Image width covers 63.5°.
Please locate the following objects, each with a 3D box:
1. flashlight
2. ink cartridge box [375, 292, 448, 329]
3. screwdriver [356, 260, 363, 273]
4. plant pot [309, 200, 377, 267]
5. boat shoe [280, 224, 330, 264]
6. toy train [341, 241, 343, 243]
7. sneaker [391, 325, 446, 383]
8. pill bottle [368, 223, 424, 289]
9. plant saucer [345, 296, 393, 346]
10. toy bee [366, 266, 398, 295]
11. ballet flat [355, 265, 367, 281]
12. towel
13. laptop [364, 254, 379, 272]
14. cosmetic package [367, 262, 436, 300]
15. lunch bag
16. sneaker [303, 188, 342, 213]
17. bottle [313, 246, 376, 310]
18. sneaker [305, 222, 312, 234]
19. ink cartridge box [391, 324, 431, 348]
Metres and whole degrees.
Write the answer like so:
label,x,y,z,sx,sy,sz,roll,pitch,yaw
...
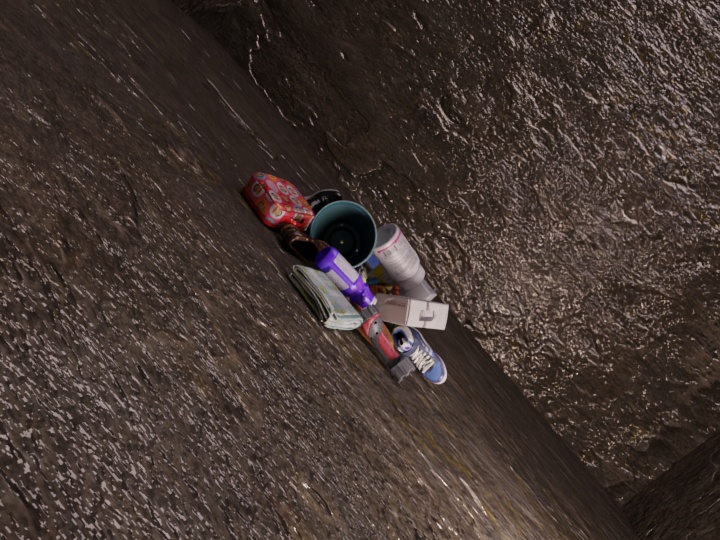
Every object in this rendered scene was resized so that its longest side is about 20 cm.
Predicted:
label,x,y,z,sx,sy,sz,roll,pitch,yaw
flashlight,0.066,0.183,1.492,0.201,0.068,0.068,52,-17,14
ink cartridge box,0.155,0.126,1.788,0.144,0.086,0.198,8,-4,45
screwdriver,0.000,0.000,1.774,0.028,0.029,0.200,61,5,-16
plant pot,-0.054,-0.096,1.791,0.200,0.200,0.188,48,-5,2
boat shoe,-0.135,-0.053,1.580,0.199,0.071,0.070,27,14,-43
toy train,-0.066,-0.066,1.999,0.199,0.056,0.150,39,-1,-27
sneaker,0.163,0.250,1.725,0.146,0.080,0.201,16,36,-57
pill bottle,0.119,-0.041,1.860,0.201,0.113,0.114,53,6,-31
plant saucer,0.028,0.149,1.626,0.200,0.032,0.201,46,11,-11
toy bee,0.065,0.068,1.878,0.201,0.107,0.133,-104,-165,-54
ballet flat,-0.010,0.014,1.867,0.067,0.067,0.200,54,8,-16
towel,-0.082,0.066,1.418,0.172,0.048,0.200,53,10,18
laptop,0.028,-0.069,2.256,0.178,0.103,0.200,47,10,-2
cosmetic package,0.136,0.062,2.040,0.201,0.166,0.167,51,10,11
lunch bag,-0.215,-0.178,1.605,0.177,0.082,0.199,51,21,21
sneaker,-0.146,-0.185,1.757,0.088,0.197,0.077,-111,-171,-55
bottle,-0.036,0.025,1.552,0.200,0.066,0.083,46,-22,-18
sneaker,-0.153,-0.151,1.902,0.082,0.073,0.199,53,21,10
ink cartridge box,0.195,0.259,1.892,0.201,0.048,0.145,51,9,29
